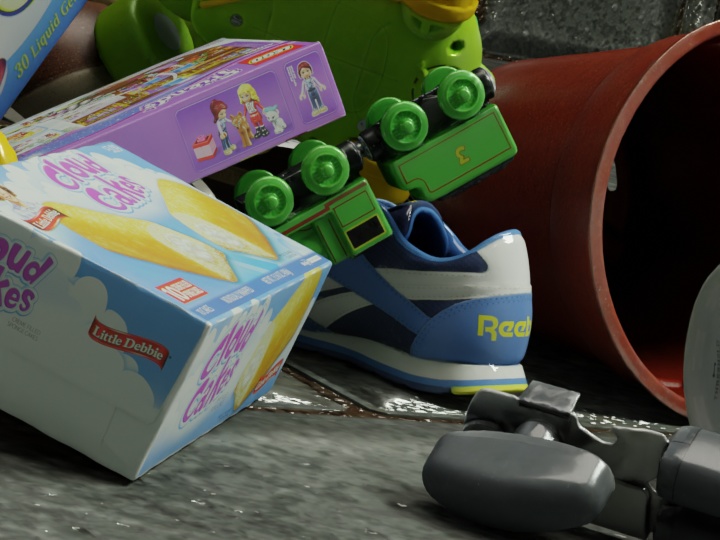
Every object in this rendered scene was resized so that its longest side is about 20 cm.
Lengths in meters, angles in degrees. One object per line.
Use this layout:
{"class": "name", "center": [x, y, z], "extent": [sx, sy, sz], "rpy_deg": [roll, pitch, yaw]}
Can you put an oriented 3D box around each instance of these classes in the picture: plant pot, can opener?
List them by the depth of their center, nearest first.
{"class": "can opener", "center": [0.120, 0.095, 0.881], "extent": [0.199, 0.054, 0.067], "rpy_deg": [16, 42, 23]}
{"class": "plant pot", "center": [0.141, -0.032, 1.253], "extent": [0.199, 0.203, 0.195], "rpy_deg": [6, 2, -32]}

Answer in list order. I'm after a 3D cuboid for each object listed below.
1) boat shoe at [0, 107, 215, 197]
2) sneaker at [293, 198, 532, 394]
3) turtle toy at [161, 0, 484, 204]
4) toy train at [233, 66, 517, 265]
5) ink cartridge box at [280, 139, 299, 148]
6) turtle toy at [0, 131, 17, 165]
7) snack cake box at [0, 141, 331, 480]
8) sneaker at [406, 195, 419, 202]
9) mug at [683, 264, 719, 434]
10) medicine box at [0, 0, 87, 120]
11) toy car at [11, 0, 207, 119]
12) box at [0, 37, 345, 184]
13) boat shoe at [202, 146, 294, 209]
{"class": "boat shoe", "center": [-0.165, -0.042, 1.245], "extent": [0.199, 0.072, 0.059], "rpy_deg": [21, 29, 23]}
{"class": "sneaker", "center": [0.000, 0.000, 1.153], "extent": [0.199, 0.083, 0.074], "rpy_deg": [16, 12, 30]}
{"class": "turtle toy", "center": [-0.023, -0.134, 1.249], "extent": [0.199, 0.147, 0.101], "rpy_deg": [22, 30, 3]}
{"class": "toy train", "center": [-0.020, -0.027, 1.082], "extent": [0.199, 0.057, 0.042], "rpy_deg": [-30, 14, -8]}
{"class": "ink cartridge box", "center": [-0.042, -0.055, 1.561], "extent": [0.198, 0.045, 0.176], "rpy_deg": [11, 8, -7]}
{"class": "turtle toy", "center": [-0.230, -0.067, 0.984], "extent": [0.145, 0.201, 0.101], "rpy_deg": [-19, -13, -15]}
{"class": "snack cake box", "center": [-0.094, 0.009, 0.939], "extent": [0.114, 0.068, 0.200], "rpy_deg": [29, 12, 7]}
{"class": "sneaker", "center": [0.046, -0.046, 1.421], "extent": [0.089, 0.079, 0.200], "rpy_deg": [-38, 7, -18]}
{"class": "mug", "center": [0.232, 0.018, 0.978], "extent": [0.174, 0.202, 0.148], "rpy_deg": [2, 17, -19]}
{"class": "medicine box", "center": [-0.246, -0.149, 1.171], "extent": [0.102, 0.183, 0.201], "rpy_deg": [18, -29, 29]}
{"class": "toy car", "center": [-0.176, -0.163, 1.372], "extent": [0.164, 0.201, 0.157], "rpy_deg": [-28, -11, 27]}
{"class": "box", "center": [-0.122, -0.054, 1.118], "extent": [0.199, 0.039, 0.137], "rpy_deg": [-25, 14, -18]}
{"class": "boat shoe", "center": [-0.056, -0.030, 1.305], "extent": [0.201, 0.075, 0.075], "rpy_deg": [26, -18, 4]}
